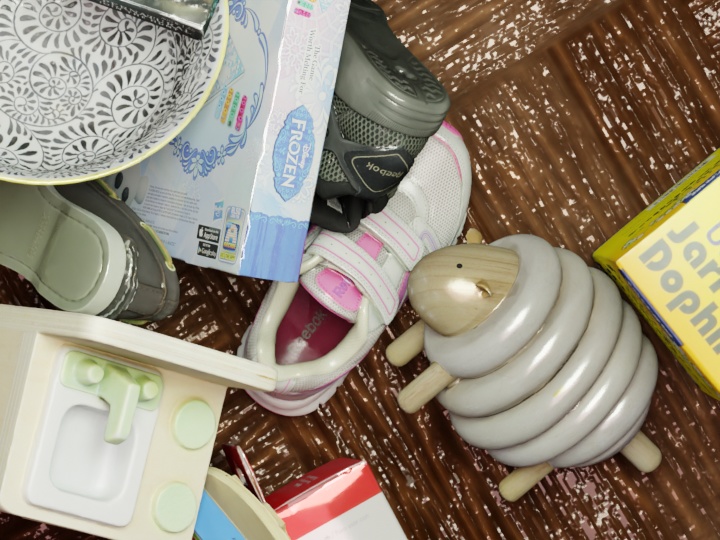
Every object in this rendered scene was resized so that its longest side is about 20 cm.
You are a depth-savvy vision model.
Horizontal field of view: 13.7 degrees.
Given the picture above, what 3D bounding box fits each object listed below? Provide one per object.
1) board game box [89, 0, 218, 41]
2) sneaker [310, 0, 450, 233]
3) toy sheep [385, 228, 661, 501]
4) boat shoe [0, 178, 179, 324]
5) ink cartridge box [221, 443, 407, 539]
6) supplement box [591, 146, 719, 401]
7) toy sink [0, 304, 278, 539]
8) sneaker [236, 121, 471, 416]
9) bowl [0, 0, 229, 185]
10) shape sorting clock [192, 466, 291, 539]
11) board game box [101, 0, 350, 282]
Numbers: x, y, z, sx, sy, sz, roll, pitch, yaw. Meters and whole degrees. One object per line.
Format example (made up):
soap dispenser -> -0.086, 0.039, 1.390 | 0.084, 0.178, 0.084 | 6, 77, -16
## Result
board game box -> -0.156, -0.221, 1.629 | 0.199, 0.028, 0.136 | 19, 79, 1
sneaker -> -0.023, -0.098, 1.705 | 0.076, 0.200, 0.115 | 15, 115, -33
toy sheep -> 0.102, 0.055, 1.726 | 0.200, 0.138, 0.138 | 40, 92, -29
boat shoe -> -0.170, -0.024, 1.712 | 0.060, 0.201, 0.072 | 18, 105, -38
ink cartridge box -> -0.004, 0.175, 1.728 | 0.067, 0.116, 0.201 | -28, 92, -8
supplement box -> 0.210, 0.000, 1.683 | 0.109, 0.200, 0.109 | -40, 90, 1
toy sink -> -0.158, 0.088, 1.667 | 0.130, 0.200, 0.113 | 17, 82, -36
sneaker -> 0.000, 0.000, 1.741 | 0.081, 0.088, 0.200 | 31, 91, 0
bowl -> -0.176, -0.124, 1.669 | 0.200, 0.094, 0.202 | 2, 70, -6
shape sorting clock -> -0.051, 0.203, 1.700 | 0.039, 0.200, 0.201 | -27, 91, -20
board game box -> -0.080, -0.104, 1.689 | 0.043, 0.200, 0.200 | 9, 93, -30
